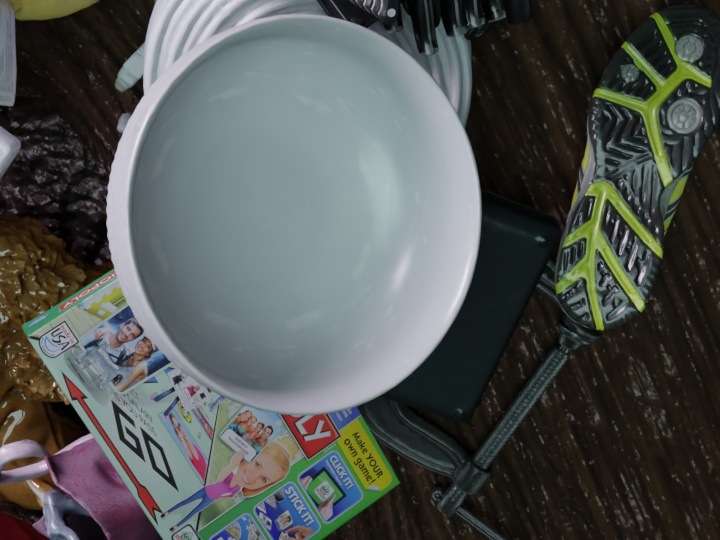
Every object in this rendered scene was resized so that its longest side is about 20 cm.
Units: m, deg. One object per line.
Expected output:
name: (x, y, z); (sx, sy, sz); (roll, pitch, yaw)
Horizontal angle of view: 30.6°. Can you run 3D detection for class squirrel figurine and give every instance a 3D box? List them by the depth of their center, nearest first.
squirrel figurine: (-0.227, 0.066, 0.847); (0.200, 0.142, 0.187); (-30, 108, 18)

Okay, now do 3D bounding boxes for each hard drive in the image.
hard drive: (0.000, 0.000, 0.777); (0.199, 0.033, 0.140); (20, 111, -10)

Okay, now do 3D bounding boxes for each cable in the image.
cable: (-0.031, -0.114, 0.783); (0.200, 0.069, 0.200); (31, 108, -12)

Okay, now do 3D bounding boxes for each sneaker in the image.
sneaker: (0.161, -0.064, 0.787); (0.075, 0.076, 0.200); (23, 91, 3)

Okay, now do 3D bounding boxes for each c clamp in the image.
c clamp: (0.086, 0.076, 0.865); (0.171, 0.027, 0.200); (29, 111, 4)

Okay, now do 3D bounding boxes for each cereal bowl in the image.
cereal bowl: (-0.040, -0.030, 0.682); (0.200, 0.083, 0.201); (-4, 97, -28)

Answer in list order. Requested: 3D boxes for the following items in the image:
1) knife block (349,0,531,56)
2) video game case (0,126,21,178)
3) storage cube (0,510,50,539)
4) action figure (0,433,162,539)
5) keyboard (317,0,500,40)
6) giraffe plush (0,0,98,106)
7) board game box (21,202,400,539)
knife block: (0.047, -0.214, 0.650); (0.175, 0.064, 0.200); (24, 102, -33)
video game case: (-0.315, -0.046, 0.727); (0.182, 0.024, 0.200); (36, 108, -8)
storage cube: (-0.235, 0.292, 0.861); (0.200, 0.180, 0.171); (-41, 133, 18)
action figure: (-0.121, 0.112, 0.839); (0.149, 0.200, 0.134); (41, 152, -1)
keyboard: (0.062, -0.195, 0.735); (0.200, 0.021, 0.127); (-38, 94, -12)
giraffe plush: (-0.251, -0.197, 0.755); (0.162, 0.173, 0.201); (7, 77, 26)
board game box: (-0.080, 0.078, 0.746); (0.134, 0.029, 0.200); (-34, 110, -11)
